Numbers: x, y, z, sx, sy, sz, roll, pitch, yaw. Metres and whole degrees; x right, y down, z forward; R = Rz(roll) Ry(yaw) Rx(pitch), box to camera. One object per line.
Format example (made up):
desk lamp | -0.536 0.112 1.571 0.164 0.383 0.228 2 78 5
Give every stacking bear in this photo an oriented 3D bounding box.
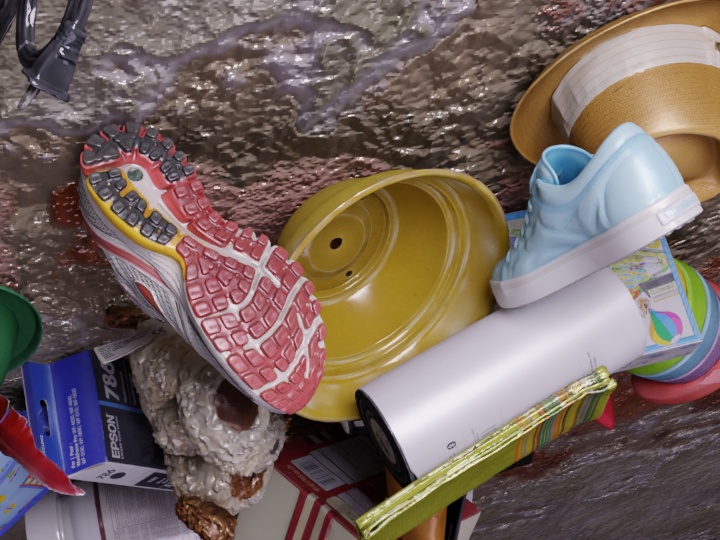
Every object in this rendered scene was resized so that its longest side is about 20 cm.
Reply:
stacking bear | 0.234 0.031 1.029 0.199 0.123 0.113 25 167 -36

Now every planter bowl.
planter bowl | 0.000 0.000 0.831 0.198 0.083 0.202 -21 133 -24

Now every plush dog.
plush dog | -0.112 0.109 0.905 0.158 0.200 0.174 2 115 20

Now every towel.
towel | 0.085 0.134 0.816 0.198 0.018 0.086 -30 155 -10

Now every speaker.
speaker | 0.100 0.071 0.836 0.198 0.082 0.081 -28 156 -13

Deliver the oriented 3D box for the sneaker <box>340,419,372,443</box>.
sneaker | 0.000 0.096 1.042 0.075 0.089 0.200 -21 151 14

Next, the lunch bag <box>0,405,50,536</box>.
lunch bag | -0.334 0.170 1.001 0.199 0.095 0.150 -31 152 18

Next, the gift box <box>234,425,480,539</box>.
gift box | -0.032 0.268 1.100 0.199 0.184 0.189 -7 124 -47

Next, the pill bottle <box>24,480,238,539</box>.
pill bottle | -0.220 0.243 1.173 0.197 0.111 0.110 -11 153 -10

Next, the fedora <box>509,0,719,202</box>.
fedora | 0.199 -0.094 0.797 0.198 0.083 0.201 -13 154 -6

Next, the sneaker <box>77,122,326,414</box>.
sneaker | -0.096 0.004 0.729 0.078 0.201 0.082 -36 174 -32

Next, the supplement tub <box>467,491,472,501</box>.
supplement tub | 0.012 0.253 1.281 0.144 0.147 0.200 6 146 -37

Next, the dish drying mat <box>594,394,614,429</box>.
dish drying mat | 0.160 0.060 1.016 0.018 0.078 0.200 -22 136 30

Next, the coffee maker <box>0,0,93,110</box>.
coffee maker | -0.200 -0.149 0.364 0.199 0.137 0.191 14 -175 -45

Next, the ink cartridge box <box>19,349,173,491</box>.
ink cartridge box | -0.183 0.125 0.983 0.039 0.101 0.199 -31 151 28

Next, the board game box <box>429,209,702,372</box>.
board game box | 0.145 0.019 0.923 0.197 0.136 0.034 -12 159 -7

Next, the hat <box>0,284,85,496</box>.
hat | -0.289 0.116 0.817 0.163 0.178 0.201 -5 151 -20

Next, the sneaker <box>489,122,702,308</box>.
sneaker | 0.135 -0.038 0.764 0.073 0.083 0.200 -24 175 -31

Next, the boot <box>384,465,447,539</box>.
boot | 0.057 0.168 0.952 0.070 0.201 0.146 -8 108 -10

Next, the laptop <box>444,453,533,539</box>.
laptop | 0.130 0.134 1.045 0.198 0.103 0.180 -9 118 -39
